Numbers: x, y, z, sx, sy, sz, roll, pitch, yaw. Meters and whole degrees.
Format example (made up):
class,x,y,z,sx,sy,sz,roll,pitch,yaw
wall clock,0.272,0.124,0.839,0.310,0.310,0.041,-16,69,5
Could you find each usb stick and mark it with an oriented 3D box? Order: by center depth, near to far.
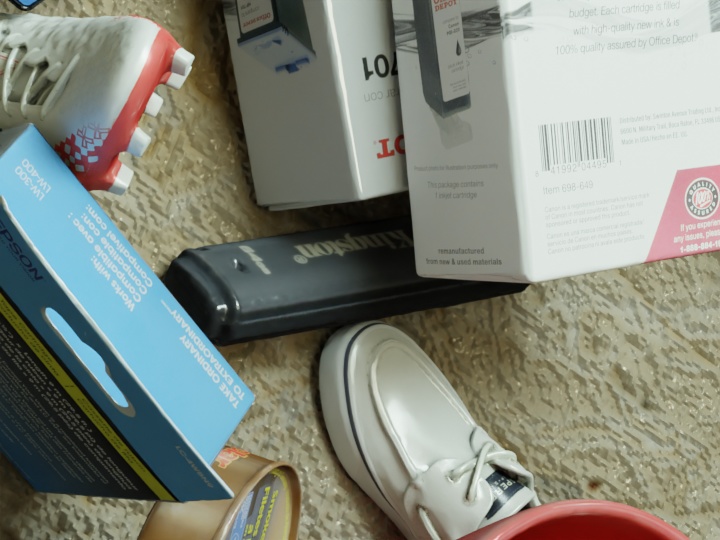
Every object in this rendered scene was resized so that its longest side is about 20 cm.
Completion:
class,x,y,z,sx,sy,sz,roll,pitch,yaw
usb stick,0.000,0.000,1.186,0.200,0.033,0.055,-10,49,-38

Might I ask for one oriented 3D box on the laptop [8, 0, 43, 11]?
class,x,y,z,sx,sy,sz,roll,pitch,yaw
laptop,-0.135,-0.241,1.058,0.187,0.116,0.200,40,98,5

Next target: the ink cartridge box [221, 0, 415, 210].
class,x,y,z,sx,sy,sz,roll,pitch,yaw
ink cartridge box,0.013,-0.139,1.185,0.146,0.086,0.200,-15,97,-38

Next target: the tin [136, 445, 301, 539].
class,x,y,z,sx,sy,sz,roll,pitch,yaw
tin,-0.073,0.168,1.026,0.112,0.042,0.200,-7,114,-68

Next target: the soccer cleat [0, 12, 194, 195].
class,x,y,z,sx,sy,sz,roll,pitch,yaw
soccer cleat,-0.128,-0.073,1.016,0.085,0.200,0.069,30,79,-14

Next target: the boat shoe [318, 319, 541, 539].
class,x,y,z,sx,sy,sz,roll,pitch,yaw
boat shoe,0.051,0.110,1.183,0.072,0.066,0.200,-29,96,-38

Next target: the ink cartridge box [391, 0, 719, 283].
class,x,y,z,sx,sy,sz,roll,pitch,yaw
ink cartridge box,0.093,-0.102,1.139,0.146,0.085,0.200,-9,97,-38

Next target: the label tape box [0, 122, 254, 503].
class,x,y,z,sx,sy,sz,roll,pitch,yaw
label tape box,-0.116,0.018,0.989,0.066,0.200,0.143,-45,107,-24

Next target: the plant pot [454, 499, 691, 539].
class,x,y,z,sx,sy,sz,roll,pitch,yaw
plant pot,0.049,0.205,1.085,0.200,0.177,0.201,10,73,-35
